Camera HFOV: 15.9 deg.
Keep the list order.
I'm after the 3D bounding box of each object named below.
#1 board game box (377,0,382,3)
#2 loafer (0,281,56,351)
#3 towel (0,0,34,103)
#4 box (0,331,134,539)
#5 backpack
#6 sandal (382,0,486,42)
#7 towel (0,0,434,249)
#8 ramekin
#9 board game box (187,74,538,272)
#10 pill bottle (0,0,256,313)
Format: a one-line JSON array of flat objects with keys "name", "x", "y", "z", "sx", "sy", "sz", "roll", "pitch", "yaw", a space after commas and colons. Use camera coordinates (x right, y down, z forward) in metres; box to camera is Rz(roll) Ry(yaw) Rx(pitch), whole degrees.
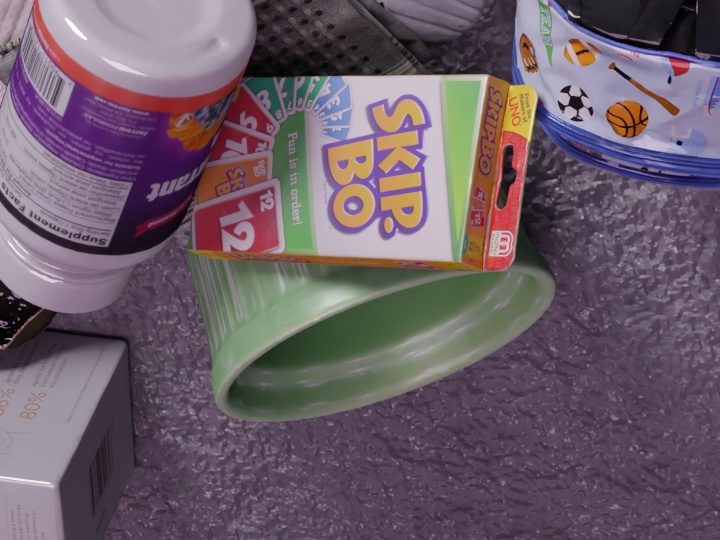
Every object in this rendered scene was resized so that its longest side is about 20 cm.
[{"name": "board game box", "x": -0.082, "y": -0.181, "z": 1.430, "sx": 0.200, "sy": 0.034, "sz": 0.135, "roll": -23, "pitch": 115, "yaw": 25}, {"name": "loafer", "x": -0.184, "y": -0.020, "z": 1.537, "sx": 0.073, "sy": 0.071, "sz": 0.200, "roll": 26, "pitch": 125, "yaw": -4}, {"name": "towel", "x": -0.200, "y": -0.115, "z": 1.418, "sx": 0.132, "sy": 0.035, "sz": 0.200, "roll": 10, "pitch": 122, "yaw": -25}, {"name": "box", "x": -0.256, "y": 0.116, "z": 1.595, "sx": 0.199, "sy": 0.152, "sz": 0.107, "roll": 6, "pitch": 124, "yaw": 11}, {"name": "backpack", "x": 0.159, "y": -0.129, "z": 1.310, "sx": 0.199, "sy": 0.191, "sz": 0.154, "roll": 8, "pitch": 124, "yaw": 8}, {"name": "sandal", "x": 0.032, "y": -0.220, "z": 1.357, "sx": 0.079, "sy": 0.059, "sz": 0.207, "roll": -2, "pitch": 126, "yaw": -4}, {"name": "towel", "x": -0.071, "y": -0.105, "z": 1.406, "sx": 0.200, "sy": 0.035, "sz": 0.193, "roll": -26, "pitch": 131, "yaw": 26}, {"name": "ramekin", "x": 0.000, "y": 0.000, "z": 1.434, "sx": 0.200, "sy": 0.200, "sz": 0.098, "roll": -30, "pitch": 69, "yaw": 28}, {"name": "board game box", "x": -0.002, "y": -0.051, "z": 1.312, "sx": 0.200, "sy": 0.030, "sz": 0.096, "roll": 3, "pitch": 81, "yaw": 36}, {"name": "pill bottle", "x": -0.133, "y": -0.071, "z": 1.335, "sx": 0.111, "sy": 0.112, "sz": 0.200, "roll": 24, "pitch": 134, "yaw": -3}]
